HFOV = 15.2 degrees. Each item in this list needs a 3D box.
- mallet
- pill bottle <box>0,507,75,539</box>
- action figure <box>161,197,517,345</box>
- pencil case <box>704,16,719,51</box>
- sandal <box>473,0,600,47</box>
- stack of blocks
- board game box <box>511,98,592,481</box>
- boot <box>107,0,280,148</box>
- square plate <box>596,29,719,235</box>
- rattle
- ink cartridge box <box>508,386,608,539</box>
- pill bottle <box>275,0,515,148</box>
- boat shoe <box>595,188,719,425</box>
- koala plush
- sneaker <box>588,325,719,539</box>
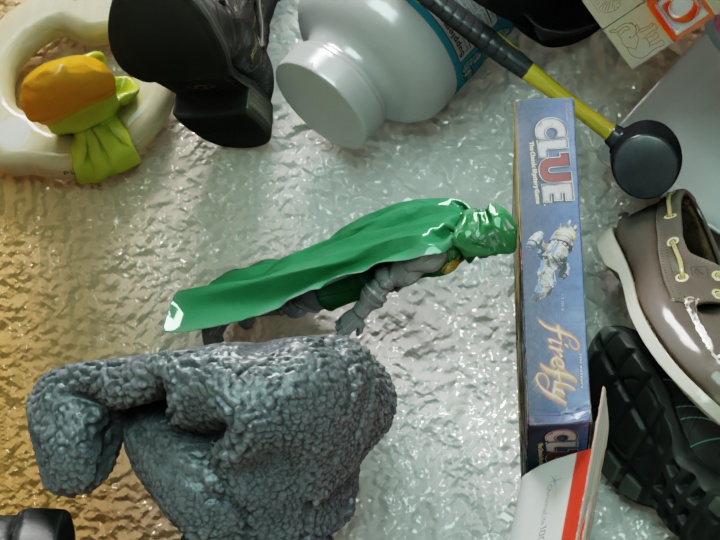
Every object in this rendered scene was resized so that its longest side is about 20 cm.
[{"bbox_3d":[0.101,-0.108,1.533,0.200,0.066,0.041,35,103,-8],"label":"mallet"},{"bbox_3d":[-0.256,0.168,1.442,0.199,0.112,0.112,1,61,4],"label":"pill bottle"},{"bbox_3d":[0.000,0.000,1.494,0.199,0.055,0.118,-17,15,32],"label":"action figure"},{"bbox_3d":[0.280,-0.099,1.548,0.090,0.083,0.201,-34,64,7],"label":"pencil case"},{"bbox_3d":[0.118,-0.163,1.580,0.043,0.200,0.076,31,105,22],"label":"sandal"},{"bbox_3d":[0.193,-0.197,1.543,0.115,0.200,0.059,-33,103,21],"label":"stack of blocks"},{"bbox_3d":[0.104,0.025,1.490,0.034,0.136,0.201,-1,61,2],"label":"board game box"},{"bbox_3d":[-0.087,-0.184,1.592,0.069,0.200,0.175,1,67,16],"label":"boot"},{"bbox_3d":[0.275,-0.078,1.601,0.200,0.028,0.198,35,69,20],"label":"square plate"},{"bbox_3d":[-0.179,-0.164,1.615,0.129,0.143,0.201,-2,65,23],"label":"rattle"},{"bbox_3d":[0.088,0.169,1.373,0.047,0.200,0.161,10,61,8],"label":"ink cartridge box"},{"bbox_3d":[0.037,-0.166,1.615,0.111,0.111,0.200,34,68,20],"label":"pill bottle"},{"bbox_3d":[0.185,0.018,1.482,0.059,0.072,0.200,-40,26,12],"label":"boat shoe"},{"bbox_3d":[-0.057,0.140,1.415,0.177,0.183,0.201,-1,83,-42],"label":"koala plush"},{"bbox_3d":[0.191,0.109,1.488,0.079,0.076,0.200,-6,49,-34],"label":"sneaker"}]
